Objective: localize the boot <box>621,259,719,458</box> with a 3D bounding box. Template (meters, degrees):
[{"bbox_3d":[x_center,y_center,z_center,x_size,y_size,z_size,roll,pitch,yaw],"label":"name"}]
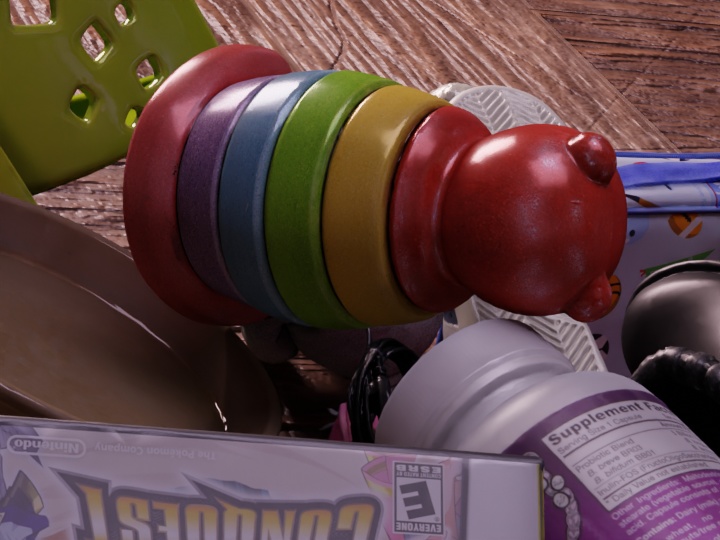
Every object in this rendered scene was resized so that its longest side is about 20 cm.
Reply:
[{"bbox_3d":[0.152,0.056,1.050,0.157,0.080,0.211,-1,22,-42],"label":"boot"}]

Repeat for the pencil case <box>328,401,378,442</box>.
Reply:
[{"bbox_3d":[0.074,0.111,1.137,0.199,0.094,0.091,9,71,-14],"label":"pencil case"}]

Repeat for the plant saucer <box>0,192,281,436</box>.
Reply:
[{"bbox_3d":[-0.125,0.027,1.016,0.200,0.030,0.200,28,17,-10],"label":"plant saucer"}]

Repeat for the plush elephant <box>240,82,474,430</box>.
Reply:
[{"bbox_3d":[-0.041,-0.011,1.229,0.155,0.165,0.200,31,43,-27],"label":"plush elephant"}]

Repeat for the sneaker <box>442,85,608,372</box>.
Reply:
[{"bbox_3d":[0.062,0.014,1.093,0.075,0.085,0.201,2,55,-9],"label":"sneaker"}]

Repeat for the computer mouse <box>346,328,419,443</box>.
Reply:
[{"bbox_3d":[0.000,0.000,1.109,0.058,0.034,0.201,8,52,-35],"label":"computer mouse"}]

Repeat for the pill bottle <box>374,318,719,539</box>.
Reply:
[{"bbox_3d":[0.093,0.108,0.916,0.112,0.113,0.200,-7,39,-38],"label":"pill bottle"}]

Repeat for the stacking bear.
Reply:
[{"bbox_3d":[0.015,-0.026,1.008,0.199,0.122,0.114,6,6,31],"label":"stacking bear"}]

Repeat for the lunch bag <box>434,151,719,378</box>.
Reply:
[{"bbox_3d":[0.144,0.009,1.289,0.199,0.161,0.076,-3,31,-31],"label":"lunch bag"}]

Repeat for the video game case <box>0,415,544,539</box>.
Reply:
[{"bbox_3d":[-0.035,0.143,0.817,0.199,0.026,0.181,5,68,-13],"label":"video game case"}]

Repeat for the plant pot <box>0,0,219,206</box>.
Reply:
[{"bbox_3d":[-0.218,-0.110,1.220,0.199,0.200,0.182,-10,31,42],"label":"plant pot"}]
